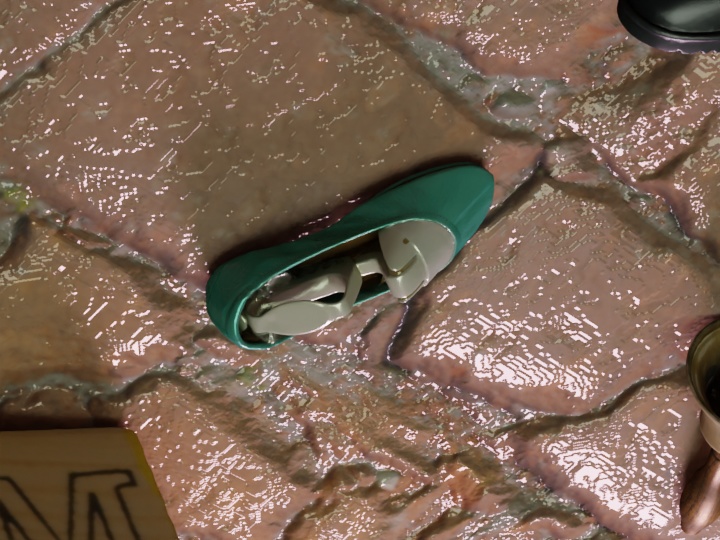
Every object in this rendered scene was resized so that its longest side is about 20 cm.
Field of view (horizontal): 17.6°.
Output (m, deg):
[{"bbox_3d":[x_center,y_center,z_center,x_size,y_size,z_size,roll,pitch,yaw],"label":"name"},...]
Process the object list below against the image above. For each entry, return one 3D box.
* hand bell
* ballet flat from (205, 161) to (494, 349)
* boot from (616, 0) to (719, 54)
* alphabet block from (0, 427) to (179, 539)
[{"bbox_3d":[0.260,0.131,1.653,0.103,0.105,0.201,-5,144,-12],"label":"hand bell"},{"bbox_3d":[0.000,0.000,1.452,0.199,0.071,0.068,-23,133,4],"label":"ballet flat"},{"bbox_3d":[0.247,-0.219,1.325,0.199,0.077,0.169,-12,137,-16],"label":"boot"},{"bbox_3d":[-0.232,0.231,1.488,0.199,0.197,0.196,0,133,-28],"label":"alphabet block"}]
